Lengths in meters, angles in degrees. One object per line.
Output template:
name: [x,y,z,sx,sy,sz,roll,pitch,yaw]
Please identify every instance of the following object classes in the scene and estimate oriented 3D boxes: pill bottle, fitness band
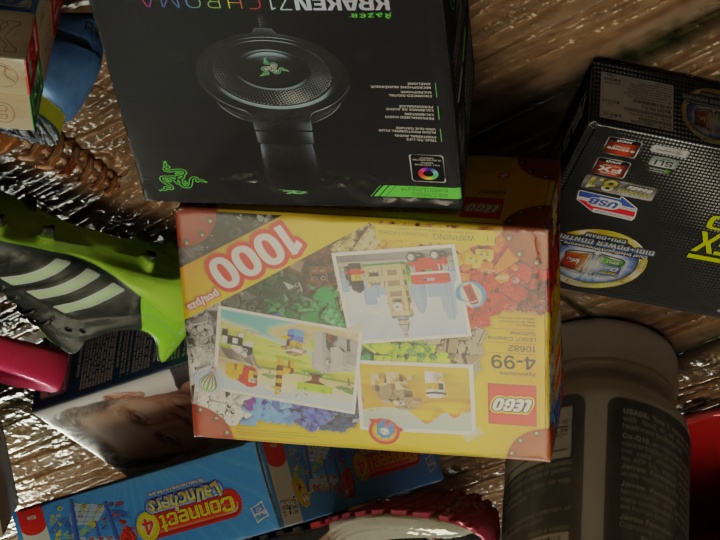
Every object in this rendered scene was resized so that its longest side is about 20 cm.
pill bottle: [0.142,0.137,1.586,0.113,0.201,0.114,4,147,3]
fitness band: [-0.274,0.034,1.590,0.199,0.038,0.144,16,169,-7]

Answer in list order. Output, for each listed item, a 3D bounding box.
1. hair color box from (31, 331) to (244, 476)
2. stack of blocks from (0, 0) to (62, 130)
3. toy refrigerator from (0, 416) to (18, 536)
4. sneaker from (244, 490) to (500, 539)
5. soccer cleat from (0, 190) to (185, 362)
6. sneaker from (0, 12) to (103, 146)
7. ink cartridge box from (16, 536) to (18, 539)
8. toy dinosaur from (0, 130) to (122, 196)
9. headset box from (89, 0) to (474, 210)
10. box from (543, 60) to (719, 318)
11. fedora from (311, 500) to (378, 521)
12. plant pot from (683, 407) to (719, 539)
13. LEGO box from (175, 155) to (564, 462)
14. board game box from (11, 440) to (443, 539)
hair color box: [-0.096,0.062,1.635,0.199,0.061,0.100,-18,140,32]
stack of blocks: [-0.250,-0.141,1.295,0.199,0.116,0.059,5,147,2]
toy refrigerator: [-0.259,0.127,1.644,0.070,0.076,0.200,-12,-178,-4]
sneaker: [0.001,0.182,1.607,0.199,0.075,0.081,-19,175,31]
soccer cleat: [-0.186,0.002,1.536,0.199,0.068,0.081,18,114,-19]
sneaker: [-0.227,-0.133,1.367,0.199,0.079,0.066,20,164,11]
ink cartridge box: [-0.157,0.264,1.932,0.144,0.085,0.200,-5,147,15]
toy dinosaur: [-0.237,-0.062,1.420,0.199,0.136,0.102,14,-168,17]
headset box: [-0.035,-0.117,1.321,0.173,0.093,0.200,2,148,6]
box: [0.199,-0.035,1.456,0.199,0.044,0.160,11,146,-9]
fedora: [-0.019,0.200,1.765,0.200,0.201,0.082,-18,105,32]
plant pot: [0.245,0.208,1.711,0.199,0.201,0.177,2,157,5]
LEGO box: [0.008,0.017,1.427,0.199,0.077,0.149,3,121,10]
board game box: [-0.081,0.142,1.667,0.195,0.056,0.200,-18,175,32]
